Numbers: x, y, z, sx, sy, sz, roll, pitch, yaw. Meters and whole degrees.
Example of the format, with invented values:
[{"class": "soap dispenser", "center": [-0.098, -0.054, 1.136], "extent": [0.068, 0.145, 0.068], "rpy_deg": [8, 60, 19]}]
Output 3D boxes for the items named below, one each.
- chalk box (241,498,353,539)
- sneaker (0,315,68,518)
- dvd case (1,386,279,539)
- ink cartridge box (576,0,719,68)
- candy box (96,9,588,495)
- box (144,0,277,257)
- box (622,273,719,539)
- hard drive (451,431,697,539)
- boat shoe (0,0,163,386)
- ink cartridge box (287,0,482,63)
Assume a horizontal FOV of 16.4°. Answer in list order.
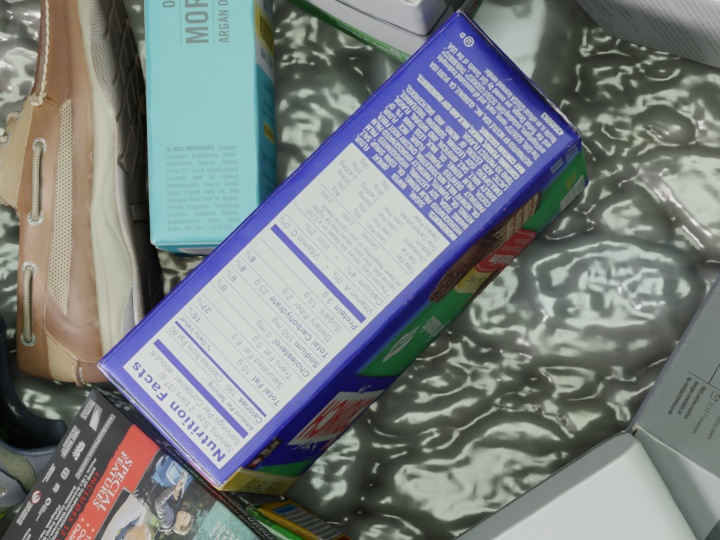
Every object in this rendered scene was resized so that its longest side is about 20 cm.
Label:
[{"class": "chalk box", "center": [-0.035, 0.212, 1.052], "extent": [0.124, 0.124, 0.200], "rpy_deg": [29, 88, 5]}, {"class": "sneaker", "center": [-0.199, 0.026, 1.077], "extent": [0.081, 0.074, 0.200], "rpy_deg": [-31, 110, 18]}, {"class": "dvd case", "center": [-0.092, 0.150, 1.000], "extent": [0.200, 0.022, 0.146], "rpy_deg": [34, 94, 50]}, {"class": "ink cartridge box", "center": [0.181, -0.107, 1.014], "extent": [0.200, 0.162, 0.050], "rpy_deg": [15, 88, 17]}, {"class": "candy box", "center": [0.000, 0.000, 1.038], "extent": [0.200, 0.169, 0.077], "rpy_deg": [-44, 82, 2]}, {"class": "box", "center": [-0.065, -0.108, 1.093], "extent": [0.049, 0.082, 0.201], "rpy_deg": [-2, 87, 3]}, {"class": "box", "center": [0.214, 0.085, 1.030], "extent": [0.200, 0.156, 0.041], "rpy_deg": [34, 132, 5]}, {"class": "hard drive", "center": [0.099, 0.181, 0.986], "extent": [0.132, 0.026, 0.200], "rpy_deg": [-32, 105, -5]}, {"class": "boat shoe", "center": [-0.132, -0.046, 1.100], "extent": [0.072, 0.076, 0.201], "rpy_deg": [-6, 85, 6]}, {"class": "ink cartridge box", "center": [0.028, -0.171, 1.029], "extent": [0.084, 0.200, 0.146], "rpy_deg": [29, 90, 5]}]
